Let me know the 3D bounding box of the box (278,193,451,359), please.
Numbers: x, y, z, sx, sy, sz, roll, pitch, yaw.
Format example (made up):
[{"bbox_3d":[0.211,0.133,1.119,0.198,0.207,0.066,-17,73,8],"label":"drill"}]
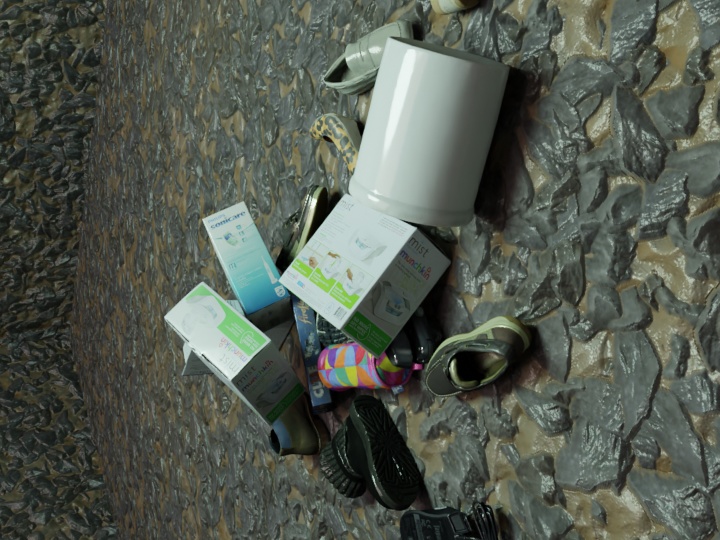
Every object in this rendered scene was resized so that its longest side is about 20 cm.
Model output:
[{"bbox_3d":[0.000,0.000,1.096,0.177,0.097,0.200,-53,36,-5],"label":"box"}]

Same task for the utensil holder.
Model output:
[{"bbox_3d":[0.088,-0.179,0.952,0.170,0.169,0.201,40,123,50],"label":"utensil holder"}]

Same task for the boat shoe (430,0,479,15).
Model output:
[{"bbox_3d":[0.107,-0.438,0.986,0.069,0.073,0.201,-8,86,53],"label":"boat shoe"}]

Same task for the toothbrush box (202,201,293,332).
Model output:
[{"bbox_3d":[-0.201,-0.001,1.356,0.146,0.085,0.201,98,147,-71],"label":"toothbrush box"}]

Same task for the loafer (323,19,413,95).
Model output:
[{"bbox_3d":[0.011,-0.326,1.155,0.200,0.070,0.070,-26,70,56],"label":"loafer"}]

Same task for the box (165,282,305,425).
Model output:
[{"bbox_3d":[-0.215,0.144,1.280,0.200,0.097,0.177,35,161,36],"label":"box"}]

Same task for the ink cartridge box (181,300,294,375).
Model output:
[{"bbox_3d":[-0.245,0.131,1.487,0.200,0.196,0.043,-59,43,42],"label":"ink cartridge box"}]

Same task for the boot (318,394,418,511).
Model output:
[{"bbox_3d":[0.010,0.323,1.189,0.158,0.079,0.211,-62,32,30],"label":"boot"}]

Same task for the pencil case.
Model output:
[{"bbox_3d":[0.008,0.150,1.180,0.200,0.088,0.089,-13,81,58],"label":"pencil case"}]

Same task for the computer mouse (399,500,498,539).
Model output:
[{"bbox_3d":[0.137,0.391,1.029,0.200,0.046,0.141,-31,70,50],"label":"computer mouse"}]

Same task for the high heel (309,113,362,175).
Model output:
[{"bbox_3d":[-0.030,-0.182,1.226,0.200,0.071,0.143,6,91,49],"label":"high heel"}]

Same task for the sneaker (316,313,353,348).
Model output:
[{"bbox_3d":[-0.039,0.042,1.281,0.086,0.077,0.201,-80,-16,-73],"label":"sneaker"}]

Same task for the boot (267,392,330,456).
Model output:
[{"bbox_3d":[-0.142,0.281,1.423,0.200,0.097,0.075,41,126,50],"label":"boot"}]

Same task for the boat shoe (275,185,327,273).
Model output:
[{"bbox_3d":[-0.112,-0.068,1.343,0.065,0.073,0.201,25,121,9],"label":"boat shoe"}]

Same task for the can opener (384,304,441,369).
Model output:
[{"bbox_3d":[0.066,0.056,1.104,0.063,0.078,0.201,-51,37,37],"label":"can opener"}]

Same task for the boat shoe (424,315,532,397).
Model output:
[{"bbox_3d":[0.136,0.121,0.965,0.073,0.065,0.200,45,140,3],"label":"boat shoe"}]

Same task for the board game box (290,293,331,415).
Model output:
[{"bbox_3d":[-0.087,0.148,1.331,0.136,0.034,0.201,99,159,-72],"label":"board game box"}]
